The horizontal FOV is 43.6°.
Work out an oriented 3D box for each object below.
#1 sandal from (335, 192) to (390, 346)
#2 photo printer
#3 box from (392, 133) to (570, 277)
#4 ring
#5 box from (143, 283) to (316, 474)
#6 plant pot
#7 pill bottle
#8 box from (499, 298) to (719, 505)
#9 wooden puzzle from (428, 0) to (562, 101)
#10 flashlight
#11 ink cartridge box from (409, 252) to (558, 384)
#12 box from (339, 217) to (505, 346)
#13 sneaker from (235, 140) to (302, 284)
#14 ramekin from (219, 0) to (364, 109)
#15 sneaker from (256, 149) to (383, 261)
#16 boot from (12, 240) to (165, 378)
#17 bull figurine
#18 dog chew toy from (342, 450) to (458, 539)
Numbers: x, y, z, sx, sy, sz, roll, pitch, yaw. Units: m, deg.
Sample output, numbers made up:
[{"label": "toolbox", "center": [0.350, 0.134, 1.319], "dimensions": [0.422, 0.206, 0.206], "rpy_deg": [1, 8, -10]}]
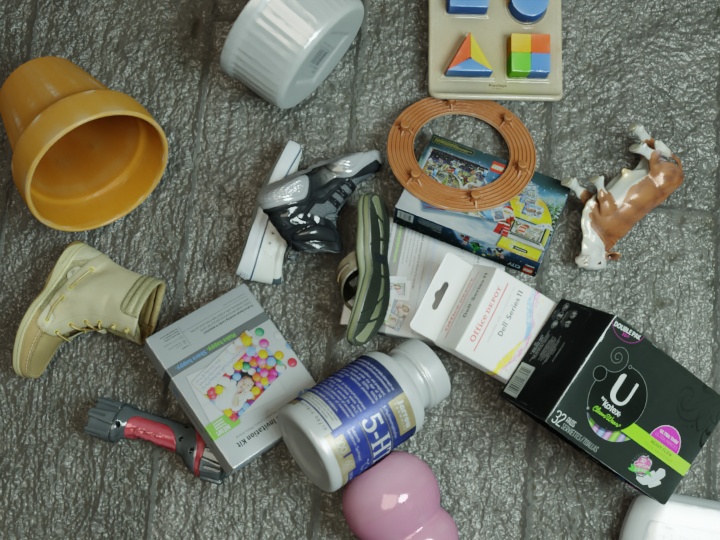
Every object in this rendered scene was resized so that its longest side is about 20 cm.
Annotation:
[{"label": "sandal", "center": [0.000, -0.001, 1.159], "dimensions": [0.057, 0.080, 0.201], "rpy_deg": [-3, 73, 23]}, {"label": "photo printer", "center": [0.412, 0.361, 1.089], "dimensions": [0.199, 0.069, 0.167], "rpy_deg": [8, 82, 8]}, {"label": "box", "center": [0.160, -0.088, 1.182], "dimensions": [0.200, 0.038, 0.137], "rpy_deg": [22, 60, 10]}, {"label": "ring", "center": [0.135, -0.163, 1.193], "dimensions": [0.200, 0.019, 0.201], "rpy_deg": [2, 57, -3]}, {"label": "box", "center": [-0.161, 0.137, 1.167], "dimensions": [0.156, 0.041, 0.200], "rpy_deg": [-30, 78, -28]}, {"label": "plant pot", "center": [-0.393, -0.187, 1.221], "dimensions": [0.200, 0.200, 0.183], "rpy_deg": [-40, 63, -1]}, {"label": "pill bottle", "center": [0.009, 0.171, 1.117], "dimensions": [0.200, 0.120, 0.120], "rpy_deg": [-31, 78, -24]}, {"label": "box", "center": [0.300, 0.153, 1.071], "dimensions": [0.200, 0.124, 0.149], "rpy_deg": [35, 87, -18]}, {"label": "wooden puzzle", "center": [0.186, -0.330, 1.228], "dimensions": [0.185, 0.046, 0.201], "rpy_deg": [1, 80, -2]}, {"label": "flashlight", "center": [-0.265, 0.224, 1.189], "dimensions": [0.200, 0.068, 0.068], "rpy_deg": [14, 78, 7]}, {"label": "ink cartridge box", "center": [0.175, 0.071, 1.122], "dimensions": [0.200, 0.067, 0.117], "rpy_deg": [29, 84, -19]}, {"label": "box", "center": [0.086, 0.018, 1.197], "dimensions": [0.200, 0.041, 0.156], "rpy_deg": [10, 82, 9]}, {"label": "sneaker", "center": [-0.108, -0.076, 1.229], "dimensions": [0.071, 0.073, 0.200], "rpy_deg": [20, 85, -13]}, {"label": "ramekin", "center": [-0.085, -0.311, 1.195], "dimensions": [0.098, 0.200, 0.201], "rpy_deg": [40, 87, 3]}, {"label": "sneaker", "center": [-0.040, -0.086, 1.199], "dimensions": [0.200, 0.075, 0.114], "rpy_deg": [-28, 106, -33]}, {"label": "boot", "center": [-0.367, 0.076, 1.222], "dimensions": [0.155, 0.073, 0.200], "rpy_deg": [23, 79, 12]}, {"label": "bull figurine", "center": [0.332, -0.092, 1.164], "dimensions": [0.200, 0.065, 0.121], "rpy_deg": [-42, 121, -9]}, {"label": "dog chew toy", "center": [0.064, 0.326, 1.112], "dimensions": [0.124, 0.125, 0.200], "rpy_deg": [-31, 86, 1]}]
